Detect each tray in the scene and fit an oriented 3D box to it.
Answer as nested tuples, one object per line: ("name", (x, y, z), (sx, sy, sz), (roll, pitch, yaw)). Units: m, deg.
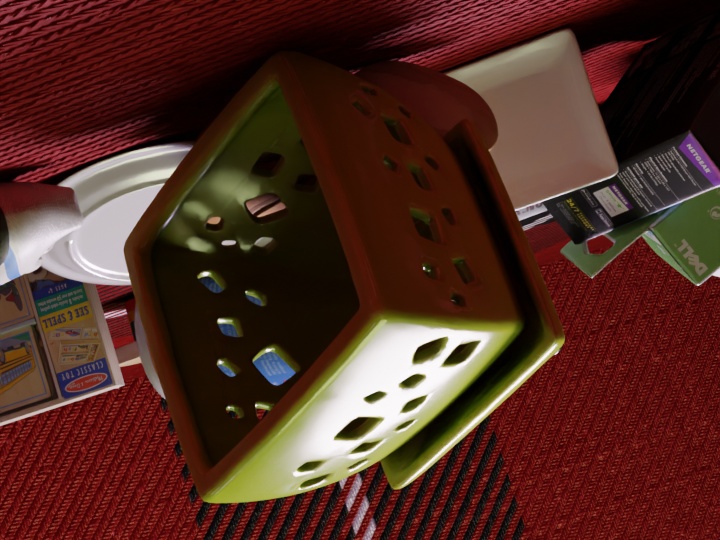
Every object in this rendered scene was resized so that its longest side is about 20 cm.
("tray", (0.073, -0.086, 1.428), (0.200, 0.108, 0.022), (-19, 178, 18))

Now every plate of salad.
("plate of salad", (-0.138, -0.046, 1.435), (0.199, 0.048, 0.200), (-11, 154, -6))

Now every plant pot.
("plant pot", (-0.002, 0.014, 1.232), (0.181, 0.200, 0.199), (9, 138, -38))

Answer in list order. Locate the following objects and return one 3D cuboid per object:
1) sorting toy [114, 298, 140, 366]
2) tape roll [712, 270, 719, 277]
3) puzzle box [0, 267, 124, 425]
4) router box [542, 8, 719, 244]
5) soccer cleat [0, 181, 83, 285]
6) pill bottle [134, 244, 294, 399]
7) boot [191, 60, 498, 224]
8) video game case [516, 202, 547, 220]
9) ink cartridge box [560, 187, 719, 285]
("sorting toy", (-0.152, 0.036, 2.233), (0.200, 0.070, 0.199), (-20, 174, 34))
("tape roll", (0.320, -0.094, 1.664), (0.202, 0.203, 0.139), (-18, 175, 7))
("puzzle box", (-0.294, 0.056, 1.579), (0.200, 0.133, 0.025), (-19, 175, 9))
("router box", (0.230, -0.115, 1.462), (0.149, 0.051, 0.200), (-24, -158, 48))
("soccer cleat", (-0.254, -0.008, 1.366), (0.086, 0.070, 0.200), (-13, 173, -39))
("pill bottle", (-0.061, 0.035, 1.553), (0.200, 0.113, 0.112), (-11, 178, 25))
("boot", (-0.024, -0.073, 1.340), (0.201, 0.071, 0.144), (0, 154, -32))
("video game case", (0.085, -0.074, 1.559), (0.182, 0.023, 0.200), (-20, -158, -39))
("ink cartridge box", (0.245, -0.050, 1.460), (0.200, 0.059, 0.104), (-41, -166, 2))
